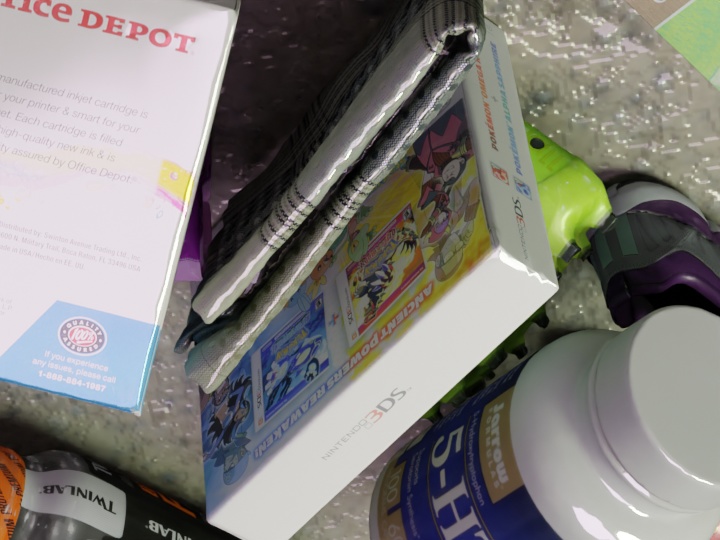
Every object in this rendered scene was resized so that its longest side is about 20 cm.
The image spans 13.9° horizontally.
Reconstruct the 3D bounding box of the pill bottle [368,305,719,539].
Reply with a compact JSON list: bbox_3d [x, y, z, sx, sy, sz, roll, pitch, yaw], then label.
[{"bbox_3d":[0.103,0.097,1.392,0.119,0.120,0.200,25,143,-21],"label":"pill bottle"}]

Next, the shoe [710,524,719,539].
[{"bbox_3d":[0.190,0.108,1.513,0.199,0.072,0.091,22,130,-14],"label":"shoe"}]

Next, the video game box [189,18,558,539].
[{"bbox_3d":[0.000,0.000,1.345,0.047,0.183,0.200,30,122,-27],"label":"video game box"}]

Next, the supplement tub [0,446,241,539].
[{"bbox_3d":[-0.127,0.170,1.514,0.199,0.123,0.123,28,122,-24],"label":"supplement tub"}]

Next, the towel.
[{"bbox_3d":[-0.015,-0.055,1.279,0.034,0.193,0.200,35,106,-10],"label":"towel"}]

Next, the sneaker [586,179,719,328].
[{"bbox_3d":[0.191,0.035,1.444,0.199,0.088,0.075,24,124,-20],"label":"sneaker"}]

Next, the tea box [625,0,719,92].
[{"bbox_3d":[0.202,-0.150,1.224,0.133,0.201,0.196,-37,122,25],"label":"tea box"}]

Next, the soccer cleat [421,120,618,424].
[{"bbox_3d":[0.055,0.000,1.430,0.081,0.067,0.200,46,139,13],"label":"soccer cleat"}]

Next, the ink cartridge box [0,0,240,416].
[{"bbox_3d":[-0.126,-0.064,1.245,0.128,0.125,0.201,15,103,-4],"label":"ink cartridge box"}]

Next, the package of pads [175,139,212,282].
[{"bbox_3d":[-0.168,-0.048,1.366,0.198,0.076,0.121,-4,129,0],"label":"package of pads"}]
